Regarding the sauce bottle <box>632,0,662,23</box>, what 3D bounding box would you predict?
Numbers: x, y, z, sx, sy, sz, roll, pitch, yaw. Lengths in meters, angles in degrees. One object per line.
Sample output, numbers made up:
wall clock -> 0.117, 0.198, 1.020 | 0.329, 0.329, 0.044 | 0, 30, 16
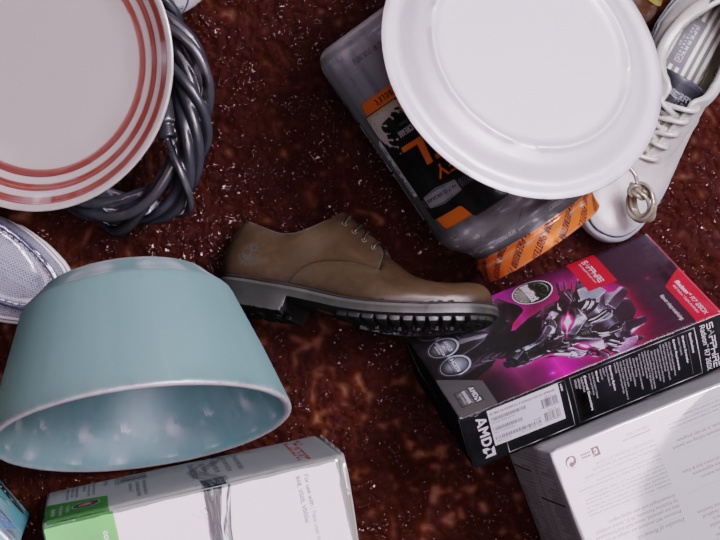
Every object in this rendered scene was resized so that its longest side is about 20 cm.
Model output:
sauce bottle -> 0.193, -0.222, 1.339 | 0.065, 0.065, 0.200 | 16, 110, -7

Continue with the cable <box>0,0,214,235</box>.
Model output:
cable -> -0.175, -0.120, 1.295 | 0.200, 0.051, 0.163 | 46, 103, 7

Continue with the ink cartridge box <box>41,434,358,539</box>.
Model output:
ink cartridge box -> -0.107, 0.176, 1.273 | 0.200, 0.147, 0.083 | -12, 92, -7

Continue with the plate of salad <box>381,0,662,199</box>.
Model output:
plate of salad -> 0.105, -0.136, 1.241 | 0.200, 0.048, 0.200 | 7, 67, -18

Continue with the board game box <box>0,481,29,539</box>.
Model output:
board game box -> -0.284, 0.128, 1.222 | 0.047, 0.200, 0.151 | -41, 95, -6

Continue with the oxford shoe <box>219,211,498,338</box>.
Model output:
oxford shoe -> 0.000, 0.000, 1.309 | 0.200, 0.073, 0.084 | 10, 77, 9

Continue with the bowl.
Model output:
bowl -> -0.153, 0.058, 1.260 | 0.201, 0.201, 0.105 | -7, 71, -8

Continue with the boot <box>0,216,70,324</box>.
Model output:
boot -> -0.288, -0.021, 1.279 | 0.200, 0.090, 0.073 | 26, 86, -6

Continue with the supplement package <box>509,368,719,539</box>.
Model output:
supplement package -> 0.216, 0.187, 1.313 | 0.152, 0.151, 0.200 | -21, 92, -8

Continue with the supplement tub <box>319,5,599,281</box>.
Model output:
supplement tub -> 0.073, -0.100, 1.313 | 0.123, 0.123, 0.200 | -36, 94, -7

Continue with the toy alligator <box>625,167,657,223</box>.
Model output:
toy alligator -> 0.158, -0.123, 1.312 | 0.054, 0.059, 0.200 | -19, 91, -51

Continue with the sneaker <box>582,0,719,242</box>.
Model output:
sneaker -> 0.212, -0.115, 1.357 | 0.073, 0.071, 0.200 | 23, 88, -7

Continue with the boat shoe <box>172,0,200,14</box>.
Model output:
boat shoe -> -0.166, -0.269, 1.311 | 0.072, 0.066, 0.200 | -27, 96, 34

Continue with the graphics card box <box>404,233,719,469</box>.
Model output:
graphics card box -> 0.143, 0.053, 1.318 | 0.200, 0.125, 0.051 | -22, 123, -6

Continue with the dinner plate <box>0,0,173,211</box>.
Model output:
dinner plate -> -0.217, -0.140, 1.265 | 0.200, 0.024, 0.200 | 1, 95, 13
